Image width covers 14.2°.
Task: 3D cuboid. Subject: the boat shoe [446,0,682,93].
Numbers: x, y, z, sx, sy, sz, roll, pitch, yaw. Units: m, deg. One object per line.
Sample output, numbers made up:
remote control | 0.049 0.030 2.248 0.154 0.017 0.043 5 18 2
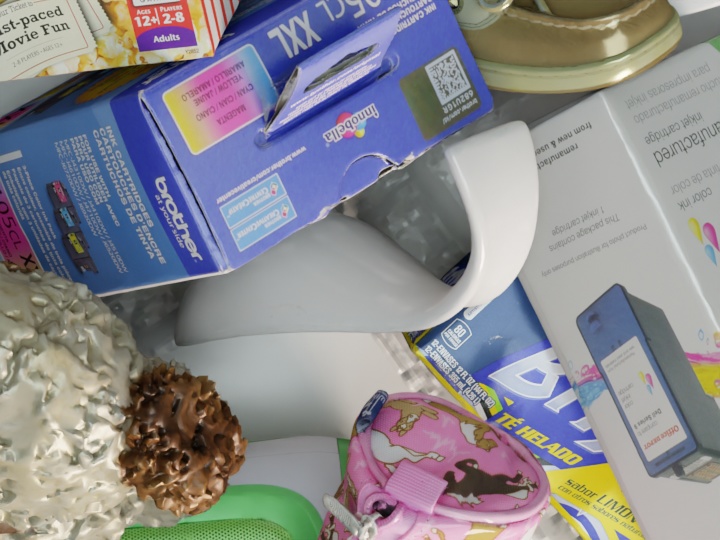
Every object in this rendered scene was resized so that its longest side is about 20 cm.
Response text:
boat shoe | 0.036 -0.126 1.100 0.073 0.200 0.063 -33 133 -25

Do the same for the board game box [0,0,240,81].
board game box | -0.136 -0.117 1.072 0.198 0.152 0.047 -6 117 14

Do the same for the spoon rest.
spoon rest | 0.000 0.000 1.120 0.099 0.200 0.061 -21 88 -37

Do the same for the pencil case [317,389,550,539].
pencil case | -0.001 0.143 1.112 0.086 0.083 0.201 15 120 -18

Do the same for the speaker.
speaker | -0.090 0.116 1.185 0.198 0.088 0.089 -5 100 -1

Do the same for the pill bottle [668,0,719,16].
pill bottle | 0.105 -0.202 1.122 0.113 0.114 0.201 -16 100 1

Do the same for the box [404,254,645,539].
box | 0.105 0.077 1.185 0.064 0.070 0.200 -43 99 2

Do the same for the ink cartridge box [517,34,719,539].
ink cartridge box | 0.151 0.014 1.123 0.145 0.087 0.201 -24 89 -43

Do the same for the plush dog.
plush dog | -0.137 0.054 1.029 0.199 0.172 0.161 28 57 -7

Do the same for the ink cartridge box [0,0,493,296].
ink cartridge box | -0.046 -0.054 1.079 0.136 0.200 0.077 -33 104 -30
